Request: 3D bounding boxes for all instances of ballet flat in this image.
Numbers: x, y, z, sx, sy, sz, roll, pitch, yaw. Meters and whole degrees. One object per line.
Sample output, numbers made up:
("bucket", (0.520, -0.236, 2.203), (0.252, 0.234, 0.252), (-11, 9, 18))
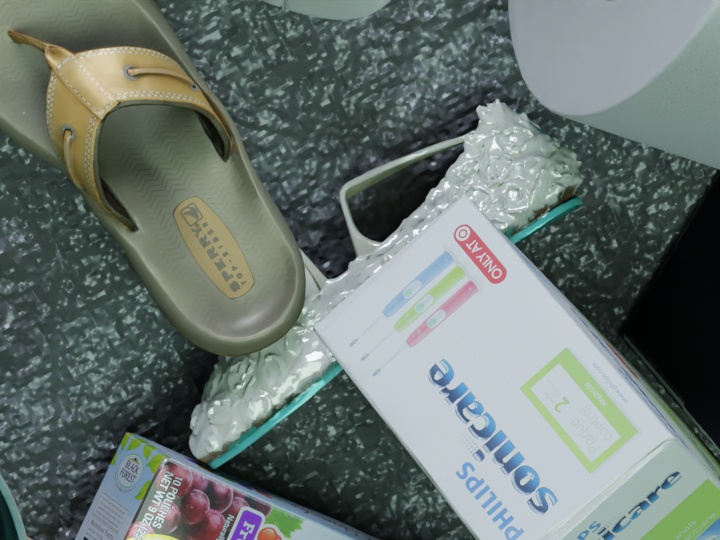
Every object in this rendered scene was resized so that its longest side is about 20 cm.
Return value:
("ballet flat", (0.000, 0.000, 1.178), (0.200, 0.072, 0.072), (-36, 119, -1))

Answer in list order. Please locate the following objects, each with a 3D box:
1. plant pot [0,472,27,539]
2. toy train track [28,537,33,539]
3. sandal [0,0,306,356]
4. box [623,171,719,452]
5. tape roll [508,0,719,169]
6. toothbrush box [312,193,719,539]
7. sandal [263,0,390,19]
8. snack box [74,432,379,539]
("plant pot", (-0.236, 0.097, 1.100), (0.200, 0.134, 0.200), (-7, 116, -14))
("toy train track", (-0.088, 0.162, 1.234), (0.200, 0.033, 0.115), (31, 102, -28))
("sandal", (-0.089, -0.050, 1.106), (0.080, 0.054, 0.200), (-37, 100, -2))
("box", (0.249, 0.053, 1.192), (0.197, 0.200, 0.124), (24, 104, -26))
("tape roll", (0.165, -0.134, 1.080), (0.139, 0.203, 0.203), (18, 108, -23))
("toothbrush box", (0.089, 0.079, 1.147), (0.086, 0.146, 0.200), (-42, 144, 5))
("sandal", (-0.061, -0.166, 1.078), (0.203, 0.082, 0.050), (33, 58, -25))
("snack box", (-0.037, 0.172, 1.205), (0.200, 0.053, 0.142), (27, 89, -25))
